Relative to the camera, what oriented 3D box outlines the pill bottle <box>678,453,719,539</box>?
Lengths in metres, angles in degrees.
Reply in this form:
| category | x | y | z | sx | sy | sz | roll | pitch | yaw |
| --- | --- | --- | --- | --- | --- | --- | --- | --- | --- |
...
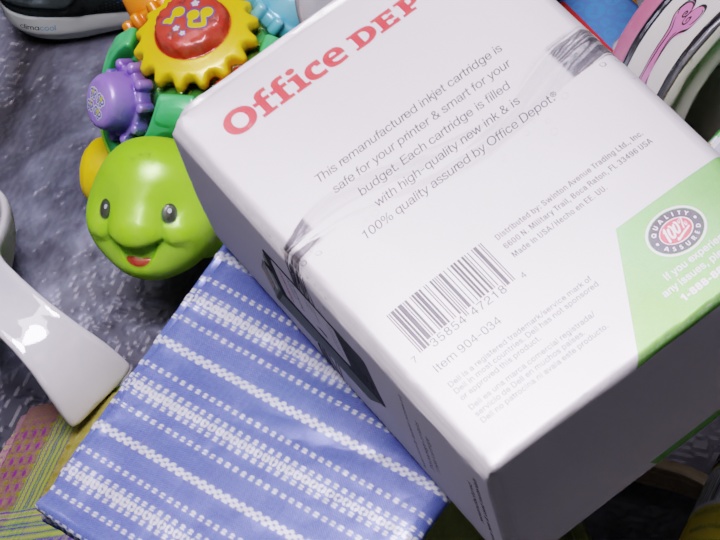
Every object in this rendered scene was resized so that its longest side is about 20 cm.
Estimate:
| category | x | y | z | sx | sy | sz | roll | pitch | yaw |
| --- | --- | --- | --- | --- | --- | --- | --- | --- | --- |
| pill bottle | 0.162 | 0.168 | 1.060 | 0.111 | 0.111 | 0.200 | 17 | 63 | 26 |

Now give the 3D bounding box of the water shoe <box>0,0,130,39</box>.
| category | x | y | z | sx | sy | sz | roll | pitch | yaw |
| --- | --- | --- | --- | --- | --- | --- | --- | --- | --- |
| water shoe | -0.104 | -0.176 | 1.396 | 0.200 | 0.079 | 0.072 | -15 | 53 | 5 |

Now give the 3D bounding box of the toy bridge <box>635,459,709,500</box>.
| category | x | y | z | sx | sy | sz | roll | pitch | yaw |
| --- | --- | --- | --- | --- | --- | --- | --- | --- | --- |
| toy bridge | 0.109 | 0.050 | 1.210 | 0.067 | 0.027 | 0.200 | -38 | 54 | -10 |

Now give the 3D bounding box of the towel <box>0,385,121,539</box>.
| category | x | y | z | sx | sy | sz | roll | pitch | yaw |
| --- | --- | --- | --- | --- | --- | --- | --- | --- | --- |
| towel | -0.143 | 0.132 | 1.192 | 0.144 | 0.023 | 0.200 | -12 | 45 | 45 |

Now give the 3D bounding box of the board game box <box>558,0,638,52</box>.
| category | x | y | z | sx | sy | sz | roll | pitch | yaw |
| --- | --- | --- | --- | --- | --- | --- | --- | --- | --- |
| board game box | 0.187 | -0.111 | 1.293 | 0.200 | 0.037 | 0.151 | -34 | 53 | -7 |

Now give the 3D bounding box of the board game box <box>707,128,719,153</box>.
| category | x | y | z | sx | sy | sz | roll | pitch | yaw |
| --- | --- | --- | --- | --- | --- | --- | --- | --- | --- |
| board game box | 0.233 | -0.007 | 1.052 | 0.200 | 0.040 | 0.153 | 43 | 73 | 4 |

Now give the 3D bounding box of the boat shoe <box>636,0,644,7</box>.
| category | x | y | z | sx | sy | sz | roll | pitch | yaw |
| --- | --- | --- | --- | --- | --- | --- | --- | --- | --- |
| boat shoe | 0.167 | -0.152 | 1.264 | 0.065 | 0.074 | 0.202 | 0 | 51 | 24 |

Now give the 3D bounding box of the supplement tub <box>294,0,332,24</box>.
| category | x | y | z | sx | sy | sz | roll | pitch | yaw |
| --- | --- | --- | --- | --- | --- | --- | --- | --- | --- |
| supplement tub | 0.041 | -0.181 | 1.312 | 0.122 | 0.123 | 0.200 | -2 | 37 | 14 |

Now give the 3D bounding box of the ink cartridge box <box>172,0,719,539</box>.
| category | x | y | z | sx | sy | sz | roll | pitch | yaw |
| --- | --- | --- | --- | --- | --- | --- | --- | --- | --- |
| ink cartridge box | 0.048 | -0.014 | 0.977 | 0.145 | 0.084 | 0.200 | -36 | 59 | -11 |

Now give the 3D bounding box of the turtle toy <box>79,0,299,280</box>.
| category | x | y | z | sx | sy | sz | roll | pitch | yaw |
| --- | --- | --- | --- | --- | --- | --- | --- | --- | --- |
| turtle toy | -0.078 | -0.076 | 1.304 | 0.146 | 0.101 | 0.200 | 4 | 57 | 19 |

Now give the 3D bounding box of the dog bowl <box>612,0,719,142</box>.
| category | x | y | z | sx | sy | sz | roll | pitch | yaw |
| --- | --- | --- | --- | --- | --- | --- | --- | --- | --- |
| dog bowl | 0.193 | -0.068 | 1.172 | 0.200 | 0.200 | 0.074 | -31 | 38 | -6 |

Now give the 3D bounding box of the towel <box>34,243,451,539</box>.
| category | x | y | z | sx | sy | sz | roll | pitch | yaw |
| --- | --- | --- | --- | --- | --- | --- | --- | --- | --- |
| towel | -0.015 | 0.048 | 1.017 | 0.145 | 0.024 | 0.200 | 26 | 67 | 26 |

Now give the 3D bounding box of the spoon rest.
| category | x | y | z | sx | sy | sz | roll | pitch | yaw |
| --- | --- | --- | --- | --- | --- | --- | --- | --- | --- |
| spoon rest | -0.188 | 0.010 | 1.278 | 0.099 | 0.061 | 0.200 | -47 | 40 | -13 |

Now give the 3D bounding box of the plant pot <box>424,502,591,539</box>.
| category | x | y | z | sx | sy | sz | roll | pitch | yaw |
| --- | --- | --- | --- | --- | --- | --- | --- | --- | --- |
| plant pot | -0.012 | 0.101 | 1.107 | 0.200 | 0.190 | 0.200 | -8 | 54 | 11 |
